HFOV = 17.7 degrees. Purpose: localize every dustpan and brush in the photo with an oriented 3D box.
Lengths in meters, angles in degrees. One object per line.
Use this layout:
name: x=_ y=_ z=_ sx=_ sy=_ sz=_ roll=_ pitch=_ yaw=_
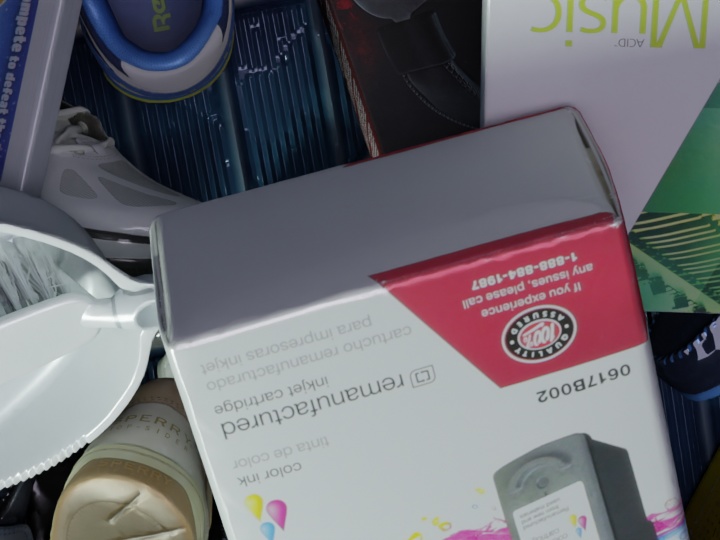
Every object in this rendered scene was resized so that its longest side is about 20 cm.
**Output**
dustpan and brush: x=-0.100 y=0.014 z=0.779 sx=0.199 sy=0.057 sz=0.140 roll=-22 pitch=132 yaw=-4

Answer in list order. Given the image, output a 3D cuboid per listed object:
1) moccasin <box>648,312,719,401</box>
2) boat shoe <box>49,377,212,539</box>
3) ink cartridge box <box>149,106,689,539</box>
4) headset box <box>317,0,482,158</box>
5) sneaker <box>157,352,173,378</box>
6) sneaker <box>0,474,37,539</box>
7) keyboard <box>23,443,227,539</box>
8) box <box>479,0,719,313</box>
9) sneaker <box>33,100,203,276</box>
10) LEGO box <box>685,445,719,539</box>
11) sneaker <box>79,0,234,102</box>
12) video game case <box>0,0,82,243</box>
moccasin: x=0.167 y=-0.045 z=0.920 sx=0.068 sy=0.080 sz=0.201 roll=37 pitch=83 yaw=-26
boat shoe: x=-0.091 y=0.124 z=0.877 sx=0.072 sy=0.065 sz=0.201 roll=17 pitch=133 yaw=1
ink cartridge box: x=0.027 y=0.065 z=0.757 sx=0.146 sy=0.086 sz=0.201 roll=-16 pitch=119 yaw=0
headset box: x=0.061 y=-0.101 z=0.855 sx=0.148 sy=0.077 sz=0.202 roll=-18 pitch=76 yaw=-1
sneaker: x=0.000 y=0.000 z=0.909 sx=0.200 sy=0.078 sz=0.099 roll=-43 pitch=86 yaw=-4
sneaker: x=-0.164 y=0.121 z=0.884 sx=0.078 sy=0.080 sz=0.201 roll=5 pitch=124 yaw=-36
keyboard: x=-0.042 y=0.111 z=0.953 sx=0.198 sy=0.040 sz=0.105 roll=3 pitch=82 yaw=-8
box: x=0.110 y=-0.077 z=0.742 sx=0.143 sy=0.036 sz=0.201 roll=1 pitch=124 yaw=4
sneaker: x=-0.133 y=-0.069 z=0.854 sx=0.199 sy=0.076 sz=0.116 roll=17 pitch=95 yaw=19
LEGO box: x=0.236 y=0.078 z=0.945 sx=0.148 sy=0.077 sz=0.201 roll=25 pitch=98 yaw=-11
sneaker: x=-0.092 y=-0.158 z=0.862 sx=0.073 sy=0.082 sz=0.201 roll=-20 pitch=101 yaw=0
video game case: x=-0.196 y=-0.095 z=0.837 sx=0.198 sy=0.018 sz=0.145 roll=10 pitch=84 yaw=18
